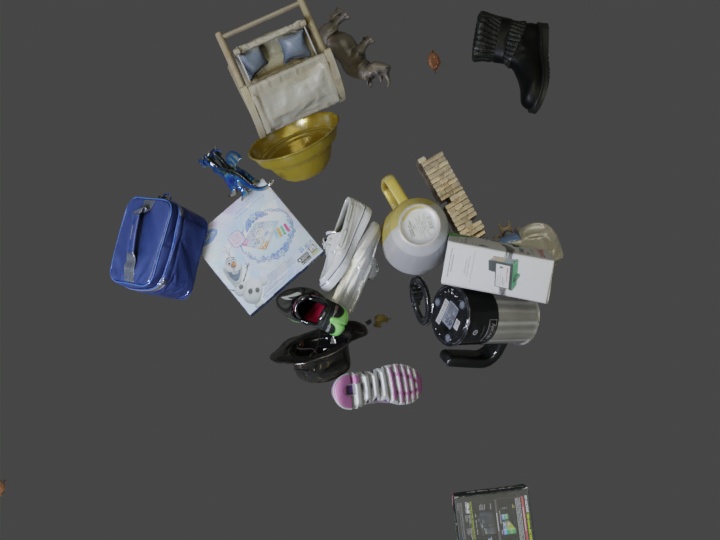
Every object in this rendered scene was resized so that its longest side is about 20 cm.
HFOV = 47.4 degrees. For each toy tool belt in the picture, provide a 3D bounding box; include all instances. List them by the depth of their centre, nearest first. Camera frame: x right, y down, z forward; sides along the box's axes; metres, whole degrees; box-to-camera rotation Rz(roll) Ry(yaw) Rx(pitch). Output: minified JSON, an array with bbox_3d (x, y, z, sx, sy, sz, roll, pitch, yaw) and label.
[{"bbox_3d":[0.306,-0.037,1.659,0.197,0.123,0.127,-15,97,10],"label":"toy tool belt"}]

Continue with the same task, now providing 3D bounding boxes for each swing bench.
[{"bbox_3d":[-0.160,-0.410,1.669,0.197,0.130,0.202,-25,71,-5],"label":"swing bench"}]

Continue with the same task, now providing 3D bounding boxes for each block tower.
[{"bbox_3d":[0.187,-0.149,1.689,0.057,0.054,0.202,-30,84,-4],"label":"block tower"}]

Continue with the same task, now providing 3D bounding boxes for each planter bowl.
[{"bbox_3d":[-0.122,-0.238,1.664,0.198,0.201,0.084,-24,119,-3],"label":"planter bowl"}]

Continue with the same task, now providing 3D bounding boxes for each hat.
[{"bbox_3d":[-0.073,0.171,1.599,0.198,0.201,0.082,-16,102,-2],"label":"hat"}]

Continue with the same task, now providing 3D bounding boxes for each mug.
[{"bbox_3d":[0.097,-0.085,1.631,0.185,0.153,0.151,28,84,4],"label":"mug"}]

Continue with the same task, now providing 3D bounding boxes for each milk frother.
[{"bbox_3d":[0.215,0.075,1.627,0.186,0.181,0.202,3,48,-33],"label":"milk frother"}]

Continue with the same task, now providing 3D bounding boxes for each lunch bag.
[{"bbox_3d":[-0.400,-0.053,1.616,0.134,0.132,0.203,6,81,31],"label":"lunch bag"}]

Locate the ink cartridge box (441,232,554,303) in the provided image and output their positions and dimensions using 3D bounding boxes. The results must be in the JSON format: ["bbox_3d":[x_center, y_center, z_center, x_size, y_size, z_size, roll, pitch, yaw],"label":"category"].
[{"bbox_3d":[0.255,-0.007,1.534,0.197,0.146,0.086,10,100,6],"label":"ink cartridge box"}]

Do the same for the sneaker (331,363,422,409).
[{"bbox_3d":[0.026,0.231,1.631,0.197,0.088,0.082,-2,81,-23],"label":"sneaker"}]

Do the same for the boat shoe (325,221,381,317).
[{"bbox_3d":[0.000,0.000,1.667,0.068,0.072,0.202,30,77,-17],"label":"boat shoe"}]

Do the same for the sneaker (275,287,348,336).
[{"bbox_3d":[-0.105,0.068,1.609,0.199,0.083,0.078,13,77,47],"label":"sneaker"}]

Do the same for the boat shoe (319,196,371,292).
[{"bbox_3d":[-0.046,-0.055,1.656,0.065,0.073,0.202,32,66,-18],"label":"boat shoe"}]

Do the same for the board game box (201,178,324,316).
[{"bbox_3d":[-0.211,-0.048,1.681,0.199,0.043,0.200,-40,85,-4],"label":"board game box"}]

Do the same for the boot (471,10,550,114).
[{"bbox_3d":[0.308,-0.433,1.711,0.155,0.080,0.214,6,72,-6],"label":"boot"}]

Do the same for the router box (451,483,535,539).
[{"bbox_3d":[0.263,0.527,1.596,0.147,0.062,0.203,-6,82,0],"label":"router box"}]

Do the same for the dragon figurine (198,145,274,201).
[{"bbox_3d":[-0.257,-0.199,1.652,0.059,0.199,0.100,-48,123,-15],"label":"dragon figurine"}]

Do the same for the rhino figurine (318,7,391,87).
[{"bbox_3d":[-0.010,-0.457,1.726,0.087,0.060,0.200,-45,87,5],"label":"rhino figurine"}]
